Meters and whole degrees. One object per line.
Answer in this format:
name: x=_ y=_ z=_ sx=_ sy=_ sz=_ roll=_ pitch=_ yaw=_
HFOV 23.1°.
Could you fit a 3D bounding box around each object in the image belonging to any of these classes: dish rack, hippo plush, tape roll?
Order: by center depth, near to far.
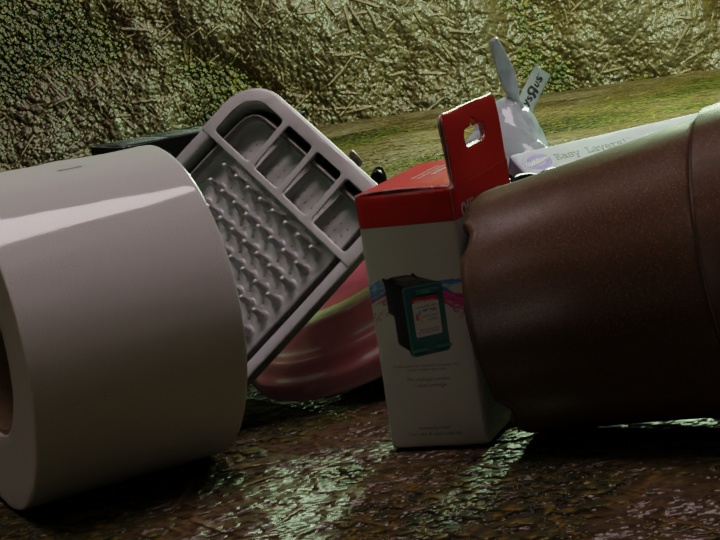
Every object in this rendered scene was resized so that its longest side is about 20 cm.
tape roll: x=-0.173 y=0.034 z=1.101 sx=0.138 sy=0.205 sz=0.202 roll=-12 pitch=10 yaw=-26
dish rack: x=-0.085 y=-0.012 z=1.241 sx=0.172 sy=0.200 sz=0.044 roll=42 pitch=-1 yaw=29
hippo plush: x=0.170 y=-0.070 z=1.577 sx=0.159 sy=0.201 sz=0.160 roll=25 pitch=3 yaw=-46

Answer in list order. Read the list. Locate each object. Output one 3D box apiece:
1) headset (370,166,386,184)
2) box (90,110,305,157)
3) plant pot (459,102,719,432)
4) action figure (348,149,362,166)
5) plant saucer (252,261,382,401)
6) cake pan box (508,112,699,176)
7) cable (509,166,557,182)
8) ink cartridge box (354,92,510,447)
headset: x=0.061 y=-0.061 z=1.744 sx=0.122 sy=0.095 sz=0.200 roll=-12 pitch=6 yaw=-22
box: x=-0.145 y=-0.059 z=1.717 sx=0.198 sy=0.166 sz=0.086 roll=-13 pitch=10 yaw=-29
plant pot: x=0.175 y=0.004 z=1.033 sx=0.196 sy=0.202 sz=0.200 roll=-12 pitch=8 yaw=24
action figure: x=-0.079 y=-0.040 z=1.640 sx=0.194 sy=0.199 sz=0.105 roll=-50 pitch=-15 yaw=-10
plant saucer: x=-0.005 y=0.015 z=1.288 sx=0.199 sy=0.051 sz=0.201 roll=-26 pitch=24 yaw=12
cake pan box: x=0.235 y=-0.045 z=1.409 sx=0.198 sy=0.053 sz=0.185 roll=-13 pitch=37 yaw=-17
cable: x=0.185 y=-0.033 z=1.310 sx=0.162 sy=0.051 sz=0.200 roll=-25 pitch=44 yaw=-30
ink cartridge box: x=0.054 y=-0.002 z=1.105 sx=0.067 sy=0.202 sz=0.116 roll=-5 pitch=10 yaw=22
